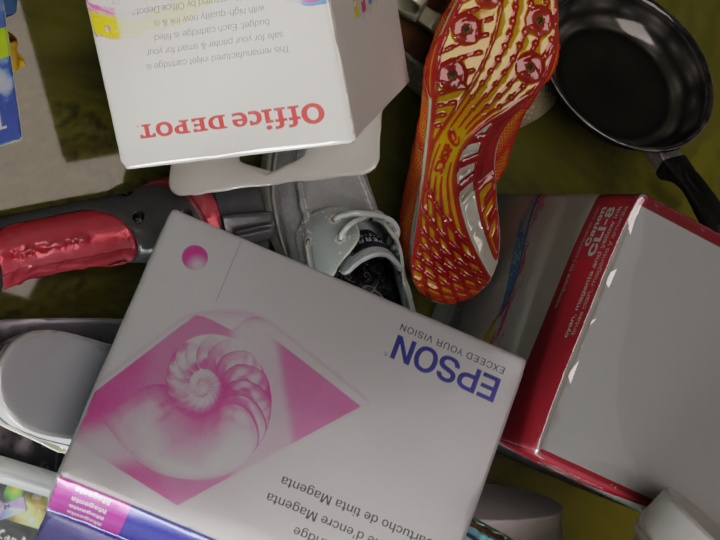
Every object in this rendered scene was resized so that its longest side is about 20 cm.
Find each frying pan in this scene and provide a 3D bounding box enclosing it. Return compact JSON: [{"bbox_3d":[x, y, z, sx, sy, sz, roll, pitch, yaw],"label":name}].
[{"bbox_3d":[0.180,-0.090,1.040,0.190,0.031,0.115,47,55,5],"label":"frying pan"}]

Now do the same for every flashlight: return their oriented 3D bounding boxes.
[{"bbox_3d":[-0.147,-0.011,0.948,0.199,0.068,0.068,-13,79,-20],"label":"flashlight"}]

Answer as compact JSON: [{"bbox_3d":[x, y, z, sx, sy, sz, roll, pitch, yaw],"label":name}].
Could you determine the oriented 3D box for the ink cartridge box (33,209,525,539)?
[{"bbox_3d":[-0.041,0.098,0.862,0.195,0.043,0.201,22,71,-5],"label":"ink cartridge box"}]

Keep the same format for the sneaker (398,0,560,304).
[{"bbox_3d":[0.056,-0.084,0.978,0.072,0.077,0.201,12,107,-14],"label":"sneaker"}]

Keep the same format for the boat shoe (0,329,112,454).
[{"bbox_3d":[-0.110,0.079,0.926,0.199,0.070,0.071,16,77,-29],"label":"boat shoe"}]

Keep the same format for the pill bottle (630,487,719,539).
[{"bbox_3d":[0.115,0.208,0.859,0.113,0.113,0.200,39,96,-17],"label":"pill bottle"}]

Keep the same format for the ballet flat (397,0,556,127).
[{"bbox_3d":[0.037,-0.140,1.005,0.199,0.062,0.068,30,84,-19],"label":"ballet flat"}]

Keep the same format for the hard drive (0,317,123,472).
[{"bbox_3d":[-0.120,0.094,0.981,0.198,0.042,0.136,4,93,-18],"label":"hard drive"}]

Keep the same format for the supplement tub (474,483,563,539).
[{"bbox_3d":[0.045,0.226,0.992,0.144,0.145,0.202,3,94,-19],"label":"supplement tub"}]

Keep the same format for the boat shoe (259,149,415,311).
[{"bbox_3d":[-0.001,0.001,0.974,0.070,0.071,0.202,-6,76,-31],"label":"boat shoe"}]

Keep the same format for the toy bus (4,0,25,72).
[{"bbox_3d":[-0.233,-0.132,0.888,0.199,0.136,0.193,-28,115,-17],"label":"toy bus"}]

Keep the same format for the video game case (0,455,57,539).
[{"bbox_3d":[-0.171,0.198,0.956,0.199,0.023,0.183,20,104,-20],"label":"video game case"}]

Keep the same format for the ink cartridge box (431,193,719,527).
[{"bbox_3d":[0.137,0.048,0.983,0.145,0.200,0.146,24,84,-20],"label":"ink cartridge box"}]

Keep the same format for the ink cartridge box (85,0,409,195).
[{"bbox_3d":[-0.059,-0.146,0.907,0.128,0.125,0.202,-4,108,17],"label":"ink cartridge box"}]

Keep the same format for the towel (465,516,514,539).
[{"bbox_3d":[-0.020,0.195,0.909,0.146,0.022,0.201,30,94,0],"label":"towel"}]

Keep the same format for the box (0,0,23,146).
[{"bbox_3d":[-0.224,-0.117,0.798,0.121,0.048,0.201,-20,127,-26],"label":"box"}]
